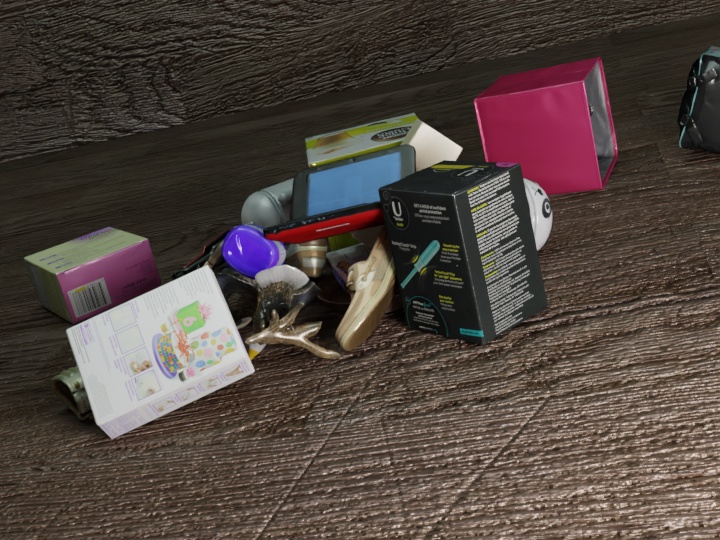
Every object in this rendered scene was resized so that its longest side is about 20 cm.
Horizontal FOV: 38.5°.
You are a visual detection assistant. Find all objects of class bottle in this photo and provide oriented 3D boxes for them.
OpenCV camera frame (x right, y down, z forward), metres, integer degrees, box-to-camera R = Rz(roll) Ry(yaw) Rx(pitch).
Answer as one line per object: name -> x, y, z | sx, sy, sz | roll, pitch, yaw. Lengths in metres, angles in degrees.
bottle -> -0.152, -0.029, 1.528 | 0.066, 0.083, 0.200 | -57, -1, 4

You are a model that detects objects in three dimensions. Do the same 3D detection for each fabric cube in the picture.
fabric cube -> 0.341, -0.255, 1.864 | 0.198, 0.198, 0.200 | -7, 20, 25

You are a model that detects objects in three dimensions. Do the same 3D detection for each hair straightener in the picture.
hair straightener -> -0.271, -0.025, 1.879 | 0.076, 0.041, 0.200 | -1, 22, 35

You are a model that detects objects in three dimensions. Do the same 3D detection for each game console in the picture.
game console -> -0.028, -0.114, 1.461 | 0.198, 0.120, 0.172 | -12, -6, 19

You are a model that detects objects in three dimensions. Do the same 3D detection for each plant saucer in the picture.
plant saucer -> 0.032, 0.022, 1.529 | 0.198, 0.035, 0.200 | -12, 18, 4

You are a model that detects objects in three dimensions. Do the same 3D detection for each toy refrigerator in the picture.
toy refrigerator -> 0.067, -0.124, 1.568 | 0.076, 0.201, 0.070 | 30, 9, -11

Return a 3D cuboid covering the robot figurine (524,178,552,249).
robot figurine -> 0.187, -0.076, 1.521 | 0.198, 0.152, 0.125 | -5, 8, -20

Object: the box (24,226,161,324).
box -> -0.485, 0.004, 1.861 | 0.175, 0.097, 0.199 | -24, 22, -29

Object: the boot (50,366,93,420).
boot -> -0.306, 0.142, 1.363 | 0.154, 0.073, 0.199 | -31, 27, -36

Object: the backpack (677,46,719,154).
backpack -> 0.649, -0.307, 1.833 | 0.152, 0.177, 0.200 | 9, 23, 13

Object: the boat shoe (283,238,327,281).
boat shoe -> -0.095, -0.002, 1.633 | 0.071, 0.077, 0.200 | -2, -7, -9

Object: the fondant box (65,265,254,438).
fondant box -> -0.252, 0.101, 1.296 | 0.199, 0.058, 0.145 | -25, 61, -4

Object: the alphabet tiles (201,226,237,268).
alphabet tiles -> -0.254, 0.019, 1.587 | 0.200, 0.015, 0.196 | -50, 7, 20

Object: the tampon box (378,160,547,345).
tampon box -> 0.133, -0.029, 1.334 | 0.126, 0.202, 0.149 | -26, 22, -33

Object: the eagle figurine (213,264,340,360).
eagle figurine -> -0.128, 0.055, 1.407 | 0.150, 0.152, 0.200 | -35, 24, 0

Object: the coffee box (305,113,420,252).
coffee box -> 0.029, -0.129, 1.707 | 0.198, 0.202, 0.198 | -14, 18, 0

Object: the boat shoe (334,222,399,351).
boat shoe -> 0.012, 0.020, 1.393 | 0.064, 0.071, 0.201 | 26, 59, 12

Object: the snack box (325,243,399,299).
snack box -> 0.000, 0.000, 1.524 | 0.071, 0.025, 0.200 | -15, 18, -8

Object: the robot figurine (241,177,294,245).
robot figurine -> -0.136, -0.105, 1.901 | 0.199, 0.113, 0.170 | -23, -18, -27

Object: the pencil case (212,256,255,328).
pencil case -> -0.195, 0.026, 1.593 | 0.077, 0.090, 0.200 | 22, 14, -10
